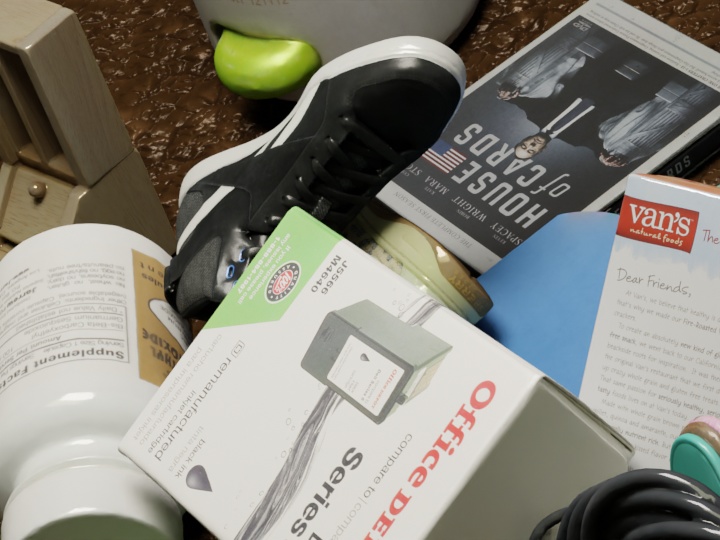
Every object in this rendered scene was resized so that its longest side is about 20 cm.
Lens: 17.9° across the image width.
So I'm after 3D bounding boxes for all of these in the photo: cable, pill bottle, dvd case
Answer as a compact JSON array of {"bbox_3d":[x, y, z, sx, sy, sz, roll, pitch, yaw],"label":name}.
[{"bbox_3d":[0.134,0.177,0.897,0.050,0.202,0.163,-11,-9,-33],"label":"cable"},{"bbox_3d":[-0.138,0.080,1.172,0.113,0.115,0.201,-17,41,7],"label":"pill bottle"},{"bbox_3d":[0.112,-0.073,1.291,0.199,0.025,0.150,-36,43,-16],"label":"dvd case"}]

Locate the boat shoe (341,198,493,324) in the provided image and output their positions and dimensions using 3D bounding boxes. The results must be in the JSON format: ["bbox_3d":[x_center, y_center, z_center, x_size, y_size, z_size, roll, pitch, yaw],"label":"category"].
[{"bbox_3d":[0.000,0.000,1.207,0.063,0.073,0.200,-47,22,-5],"label":"boat shoe"}]

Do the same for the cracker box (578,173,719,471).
[{"bbox_3d":[0.165,0.069,1.003,0.133,0.057,0.202,17,98,37],"label":"cracker box"}]

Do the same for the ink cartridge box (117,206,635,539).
[{"bbox_3d":[0.003,0.081,1.030,0.146,0.084,0.200,-54,41,-3],"label":"ink cartridge box"}]

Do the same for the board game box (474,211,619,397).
[{"bbox_3d":[0.082,0.060,1.145,0.200,0.039,0.158,-38,32,7],"label":"board game box"}]

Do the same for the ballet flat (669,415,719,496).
[{"bbox_3d":[0.178,0.149,0.921,0.071,0.202,0.069,-16,6,-18],"label":"ballet flat"}]

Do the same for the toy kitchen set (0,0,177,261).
[{"bbox_3d":[-0.248,-0.035,1.294,0.162,0.181,0.200,21,55,40],"label":"toy kitchen set"}]

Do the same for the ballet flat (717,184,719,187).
[{"bbox_3d":[0.259,-0.049,1.181,0.199,0.067,0.071,-34,66,-13],"label":"ballet flat"}]

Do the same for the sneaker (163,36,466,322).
[{"bbox_3d":[-0.021,-0.027,1.147,0.199,0.073,0.113,-32,40,40],"label":"sneaker"}]

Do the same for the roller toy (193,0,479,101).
[{"bbox_3d":[-0.023,-0.211,1.410,0.181,0.140,0.201,-21,40,2],"label":"roller toy"}]
